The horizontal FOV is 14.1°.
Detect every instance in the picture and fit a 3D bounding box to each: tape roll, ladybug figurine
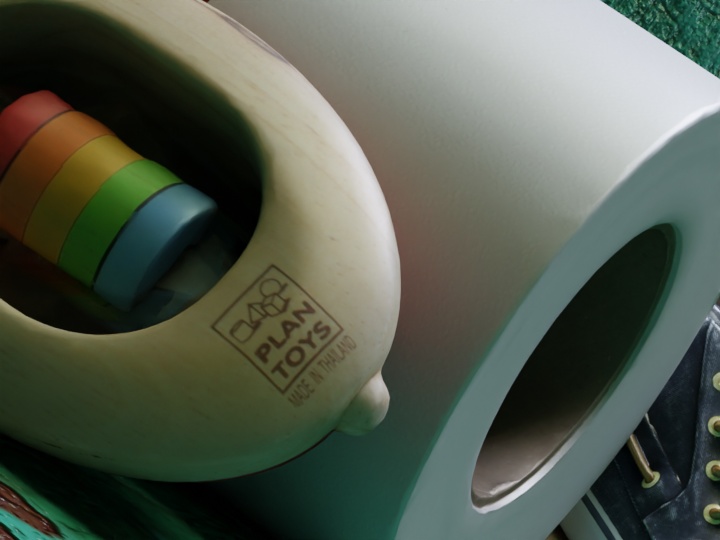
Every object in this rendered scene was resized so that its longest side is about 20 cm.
[{"bbox_3d":[0.018,-0.005,0.936,0.139,0.203,0.203,35,3,19],"label":"tape roll"},{"bbox_3d":[-0.072,-0.010,0.814,0.200,0.136,0.072,38,-19,21],"label":"ladybug figurine"}]

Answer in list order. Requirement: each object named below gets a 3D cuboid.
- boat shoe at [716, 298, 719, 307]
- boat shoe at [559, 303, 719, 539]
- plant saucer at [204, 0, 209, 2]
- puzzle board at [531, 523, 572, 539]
[{"bbox_3d":[0.163,0.046,1.249,0.203,0.074,0.075,-96,171,-65],"label":"boat shoe"},{"bbox_3d":[0.123,0.079,1.009,0.071,0.091,0.200,27,20,-45],"label":"boat shoe"},{"bbox_3d":[-0.120,-0.082,1.086,0.199,0.037,0.200,-7,15,-15],"label":"plant saucer"},{"bbox_3d":[0.049,0.061,1.099,0.200,0.017,0.151,50,16,32],"label":"puzzle board"}]
